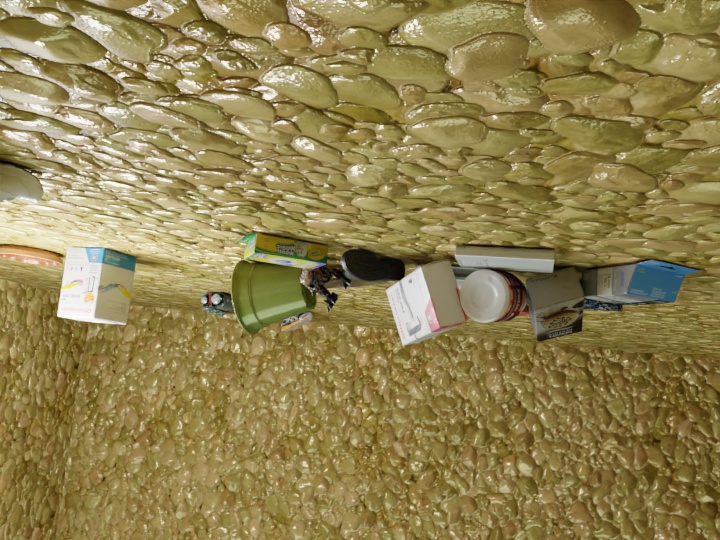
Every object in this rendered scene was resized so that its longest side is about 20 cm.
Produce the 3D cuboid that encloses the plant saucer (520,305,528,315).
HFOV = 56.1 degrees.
[{"bbox_3d":[0.414,0.113,2.137,0.195,0.038,0.199,10,169,-20],"label":"plant saucer"}]

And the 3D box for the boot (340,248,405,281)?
[{"bbox_3d":[0.000,0.000,1.604,0.197,0.072,0.130,16,165,-42],"label":"boot"}]

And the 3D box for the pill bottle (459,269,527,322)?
[{"bbox_3d":[0.308,0.059,1.528,0.112,0.117,0.199,1,179,29],"label":"pill bottle"}]

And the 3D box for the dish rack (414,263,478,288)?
[{"bbox_3d":[0.233,0.023,1.686,0.195,0.045,0.172,4,170,8],"label":"dish rack"}]

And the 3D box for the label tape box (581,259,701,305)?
[{"bbox_3d":[0.588,0.031,1.429,0.141,0.065,0.199,9,171,-23],"label":"label tape box"}]

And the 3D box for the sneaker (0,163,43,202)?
[{"bbox_3d":[-0.615,-0.139,1.108,0.073,0.090,0.199,-2,169,30],"label":"sneaker"}]

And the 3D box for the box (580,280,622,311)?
[{"bbox_3d":[0.573,0.064,1.699,0.155,0.047,0.199,2,170,25],"label":"box"}]

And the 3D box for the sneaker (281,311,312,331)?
[{"bbox_3d":[-0.309,0.226,3.197,0.197,0.079,0.078,-23,161,33],"label":"sneaker"}]

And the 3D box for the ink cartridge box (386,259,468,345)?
[{"bbox_3d":[0.149,0.078,1.567,0.083,0.149,0.200,-12,168,-24],"label":"ink cartridge box"}]

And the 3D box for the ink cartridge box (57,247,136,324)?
[{"bbox_3d":[-0.771,0.047,1.981,0.144,0.205,0.144,2,170,22],"label":"ink cartridge box"}]

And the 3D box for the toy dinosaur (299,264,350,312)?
[{"bbox_3d":[-0.095,0.012,1.695,0.135,0.201,0.103,37,124,-4],"label":"toy dinosaur"}]

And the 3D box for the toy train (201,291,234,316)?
[{"bbox_3d":[-0.572,0.134,2.789,0.111,0.087,0.200,-10,164,18],"label":"toy train"}]

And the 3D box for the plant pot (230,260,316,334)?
[{"bbox_3d":[-0.220,0.056,1.822,0.185,0.205,0.200,-10,167,15],"label":"plant pot"}]

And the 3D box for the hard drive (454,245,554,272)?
[{"bbox_3d":[0.301,-0.024,1.405,0.195,0.027,0.132,4,171,16],"label":"hard drive"}]

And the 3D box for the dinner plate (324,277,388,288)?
[{"bbox_3d":[-0.022,0.031,1.851,0.195,0.025,0.200,-5,-176,0],"label":"dinner plate"}]

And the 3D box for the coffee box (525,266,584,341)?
[{"bbox_3d":[0.444,0.081,1.543,0.110,0.081,0.201,-16,151,10],"label":"coffee box"}]

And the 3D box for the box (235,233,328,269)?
[{"bbox_3d":[-0.182,-0.044,1.537,0.195,0.050,0.117,11,170,-20],"label":"box"}]

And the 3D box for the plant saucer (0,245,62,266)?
[{"bbox_3d":[-1.038,-0.047,2.120,0.195,0.033,0.200,5,171,1],"label":"plant saucer"}]
